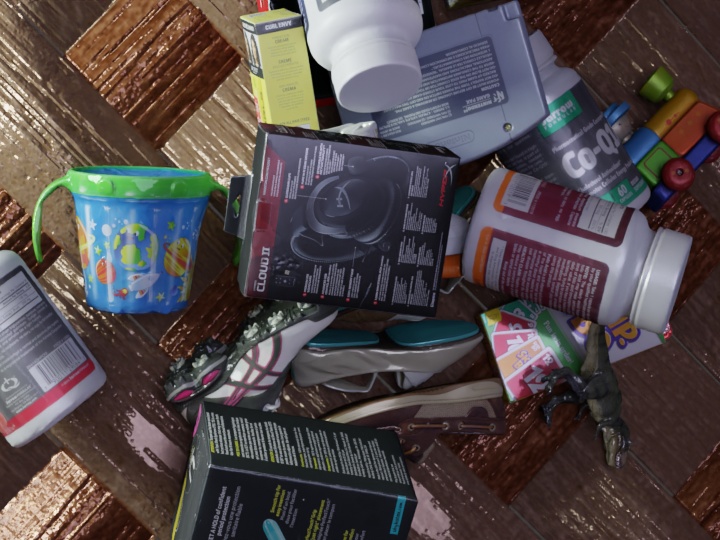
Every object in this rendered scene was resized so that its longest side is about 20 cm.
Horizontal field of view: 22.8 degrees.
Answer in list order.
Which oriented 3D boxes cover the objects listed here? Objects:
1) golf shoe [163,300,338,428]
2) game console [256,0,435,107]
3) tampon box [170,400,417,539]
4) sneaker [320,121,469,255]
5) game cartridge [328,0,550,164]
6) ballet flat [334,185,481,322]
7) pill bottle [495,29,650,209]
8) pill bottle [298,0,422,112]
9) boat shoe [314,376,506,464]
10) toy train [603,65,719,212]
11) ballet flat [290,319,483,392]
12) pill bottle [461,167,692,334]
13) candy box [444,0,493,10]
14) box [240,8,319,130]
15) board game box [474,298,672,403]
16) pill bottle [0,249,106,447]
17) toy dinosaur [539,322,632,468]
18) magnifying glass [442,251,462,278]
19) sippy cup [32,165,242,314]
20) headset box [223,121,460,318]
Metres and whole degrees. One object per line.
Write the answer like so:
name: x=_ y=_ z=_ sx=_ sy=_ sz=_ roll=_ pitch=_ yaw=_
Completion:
golf shoe: x=-0.091 y=0.085 z=1.697 sx=0.199 sy=0.077 sz=0.088 roll=-32 pitch=107 yaw=18
game console: x=-0.016 y=-0.270 z=1.779 sx=0.175 sy=0.031 sz=0.202 roll=-10 pitch=90 yaw=-17
tampon box: x=-0.067 y=0.228 z=1.664 sx=0.198 sy=0.126 sz=0.151 roll=11 pitch=111 yaw=-13
sneaker: x=0.022 y=-0.079 z=1.678 sx=0.198 sy=0.074 sz=0.117 roll=6 pitch=102 yaw=-20
game cartridge: x=0.076 y=-0.166 z=1.720 sx=0.198 sy=0.042 sz=0.135 roll=-16 pitch=95 yaw=15
ballet flat: x=0.060 y=0.002 z=1.770 sx=0.200 sy=0.068 sz=0.073 roll=-43 pitch=116 yaw=-16
pill bottle: x=0.192 y=-0.129 z=1.775 sx=0.113 sy=0.113 sz=0.201 roll=-35 pitch=96 yaw=-13
pill bottle: x=-0.003 y=-0.255 z=1.675 sx=0.110 sy=0.111 sz=0.202 roll=-7 pitch=65 yaw=-14
boat shoe: x=0.052 y=0.154 z=1.751 sx=0.198 sy=0.072 sz=0.073 roll=-9 pitch=88 yaw=-20
toy train: x=0.337 y=-0.167 z=1.836 sx=0.116 sy=0.085 sz=0.200 roll=44 pitch=78 yaw=6
ballet flat: x=0.023 y=0.087 z=1.756 sx=0.197 sy=0.069 sz=0.070 roll=-2 pitch=87 yaw=-12
pill bottle: x=0.205 y=-0.016 z=1.684 sx=0.198 sy=0.114 sz=0.115 roll=18 pitch=82 yaw=12
candy box: x=0.156 y=-0.308 z=1.731 sx=0.114 sy=0.200 sz=0.056 roll=-13 pitch=89 yaw=-14
box: x=-0.070 y=-0.145 z=1.710 sx=0.050 sy=0.075 sz=0.202 roll=-13 pitch=107 yaw=-13
board game box: x=0.222 y=0.056 z=1.819 sx=0.198 sy=0.030 sz=0.097 roll=-20 pitch=92 yaw=-16
pill bottle: x=-0.333 y=0.053 z=1.640 sx=0.110 sy=0.111 sz=0.201 roll=-37 pitch=96 yaw=-13
toy dinosaur: x=0.223 y=0.117 z=1.781 sx=0.087 sy=0.048 sz=0.202 roll=-16 pitch=125 yaw=-7
magnifying glass: x=0.000 y=0.000 z=1.724 sx=0.198 sy=0.022 sz=0.080 roll=-4 pitch=60 yaw=13
sippy cup: x=-0.208 y=-0.028 z=1.672 sx=0.176 sy=0.139 sz=0.132 roll=5 pitch=98 yaw=25
headset box: x=-0.022 y=-0.047 z=1.605 sx=0.198 sy=0.077 sz=0.151 roll=6 pitch=100 yaw=-10
